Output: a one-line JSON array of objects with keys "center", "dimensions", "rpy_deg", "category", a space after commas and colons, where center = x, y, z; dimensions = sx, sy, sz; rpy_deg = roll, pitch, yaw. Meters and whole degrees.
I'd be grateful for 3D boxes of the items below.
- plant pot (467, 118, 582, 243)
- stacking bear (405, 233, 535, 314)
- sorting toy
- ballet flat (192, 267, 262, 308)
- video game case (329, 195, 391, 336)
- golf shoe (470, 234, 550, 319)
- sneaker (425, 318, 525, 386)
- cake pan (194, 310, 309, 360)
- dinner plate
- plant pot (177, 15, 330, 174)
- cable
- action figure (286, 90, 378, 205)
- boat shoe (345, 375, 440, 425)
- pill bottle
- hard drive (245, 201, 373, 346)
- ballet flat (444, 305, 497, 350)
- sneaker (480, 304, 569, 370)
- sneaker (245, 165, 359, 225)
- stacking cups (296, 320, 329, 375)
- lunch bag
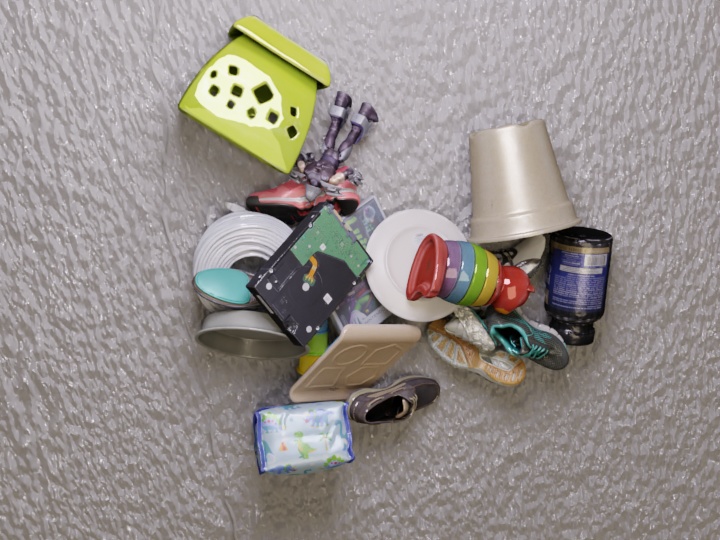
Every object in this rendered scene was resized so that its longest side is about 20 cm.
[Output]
[{"center": [0.265, -0.156, 1.510], "dimensions": [0.198, 0.200, 0.186], "rpy_deg": [-11, 96, -5], "category": "plant pot"}, {"center": [0.194, 0.016, 1.486], "dimensions": [0.198, 0.121, 0.115], "rpy_deg": [15, 80, -17], "category": "stacking bear"}, {"center": [-0.012, 0.159, 1.552], "dimensions": [0.183, 0.037, 0.200], "rpy_deg": [3, 137, -41], "category": "sorting toy"}, {"center": [-0.183, 0.038, 1.468], "dimensions": [0.197, 0.073, 0.074], "rpy_deg": [2, 105, -17], "category": "ballet flat"}, {"center": [0.000, 0.000, 1.548], "dimensions": [0.181, 0.023, 0.202], "rpy_deg": [-36, 109, -26], "category": "video game case"}, {"center": [0.257, -0.008, 1.596], "dimensions": [0.094, 0.078, 0.200], "rpy_deg": [40, 95, -16], "category": "golf shoe"}, {"center": [0.207, 0.162, 1.638], "dimensions": [0.198, 0.088, 0.076], "rpy_deg": [30, 78, 7], "category": "sneaker"}, {"center": [-0.184, 0.112, 1.516], "dimensions": [0.197, 0.200, 0.037], "rpy_deg": [9, 70, -11], "category": "cake pan"}, {"center": [0.105, -0.012, 1.538], "dimensions": [0.197, 0.024, 0.203], "rpy_deg": [3, 75, -11], "category": "dinner plate"}, {"center": [-0.162, -0.282, 1.401], "dimensions": [0.198, 0.199, 0.183], "rpy_deg": [29, 93, -14], "category": "plant pot"}, {"center": [-0.189, -0.002, 1.521], "dimensions": [0.198, 0.069, 0.202], "rpy_deg": [15, 111, -16], "category": "cable"}, {"center": [-0.043, -0.192, 1.468], "dimensions": [0.129, 0.069, 0.202], "rpy_deg": [24, 76, 12], "category": "action figure"}, {"center": [0.068, 0.247, 1.616], "dimensions": [0.198, 0.073, 0.076], "rpy_deg": [-12, 114, -28], "category": "boat shoe"}, {"center": [0.394, 0.028, 1.608], "dimensions": [0.110, 0.112, 0.203], "rpy_deg": [1, 105, -9], "category": "pill bottle"}, {"center": [-0.080, 0.004, 1.444], "dimensions": [0.201, 0.038, 0.140], "rpy_deg": [-51, 119, -24], "category": "hard drive"}, {"center": [0.163, 0.071, 1.581], "dimensions": [0.071, 0.072, 0.201], "rpy_deg": [-35, 82, 2], "category": "ballet flat"}, {"center": [0.289, 0.127, 1.563], "dimensions": [0.199, 0.092, 0.078], "rpy_deg": [35, 123, -15], "category": "sneaker"}, {"center": [-0.099, -0.135, 1.521], "dimensions": [0.197, 0.074, 0.088], "rpy_deg": [-4, 64, 7], "category": "sneaker"}, {"center": [-0.081, 0.087, 1.571], "dimensions": [0.060, 0.061, 0.203], "rpy_deg": [1, 109, -9], "category": "stacking cups"}, {"center": [-0.105, 0.301, 1.574], "dimensions": [0.167, 0.200, 0.129], "rpy_deg": [-4, 72, -8], "category": "lunch bag"}]
